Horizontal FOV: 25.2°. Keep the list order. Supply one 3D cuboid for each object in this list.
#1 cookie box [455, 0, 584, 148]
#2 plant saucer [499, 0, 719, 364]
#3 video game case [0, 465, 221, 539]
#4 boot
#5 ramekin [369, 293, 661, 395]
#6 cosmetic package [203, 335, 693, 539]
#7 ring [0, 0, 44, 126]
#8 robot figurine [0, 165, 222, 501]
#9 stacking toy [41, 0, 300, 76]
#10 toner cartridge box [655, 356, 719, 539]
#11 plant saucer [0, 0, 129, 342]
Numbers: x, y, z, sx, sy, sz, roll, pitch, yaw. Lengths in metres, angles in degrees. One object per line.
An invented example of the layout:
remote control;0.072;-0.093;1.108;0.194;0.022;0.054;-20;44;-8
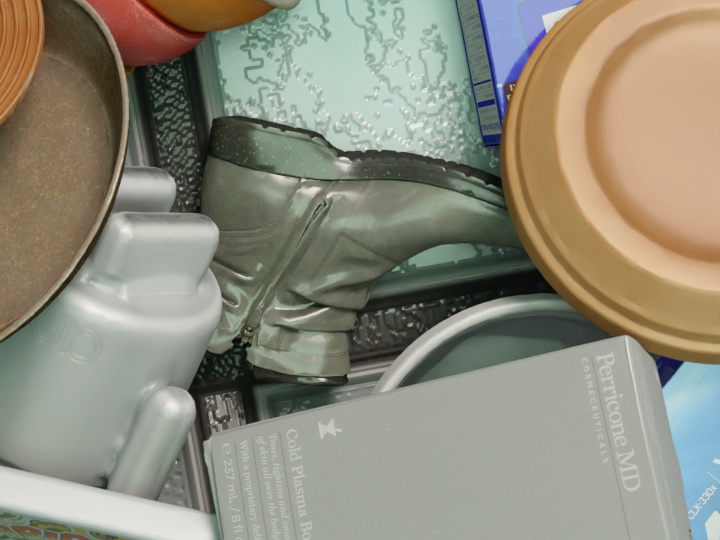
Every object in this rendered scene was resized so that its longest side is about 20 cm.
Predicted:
cookie box;0.131;-0.178;0.834;0.169;0.075;0.202;-12;95;-2
plant saucer;0.165;-0.057;0.748;0.197;0.038;0.202;0;69;1
video game case;-0.174;0.141;0.794;0.198;0.183;0.023;14;59;-4
boot;0.000;0.000;0.850;0.198;0.068;0.132;12;98;3
ramekin;0.087;0.109;0.837;0.198;0.105;0.203;0;95;-3
cosmetic package;0.043;0.105;0.716;0.198;0.090;0.108;-17;74;17
ring;-0.240;-0.108;0.711;0.198;0.019;0.202;3;53;-4
robot figurine;-0.141;0.045;0.799;0.112;0.170;0.201;2;124;-42
stacking toy;-0.138;-0.138;0.807;0.199;0.146;0.146;-39;96;15
toner cartridge box;0.146;0.118;0.767;0.095;0.043;0.201;38;91;-3
plant saucer;-0.185;-0.041;0.745;0.198;0.037;0.203;-10;65;21
